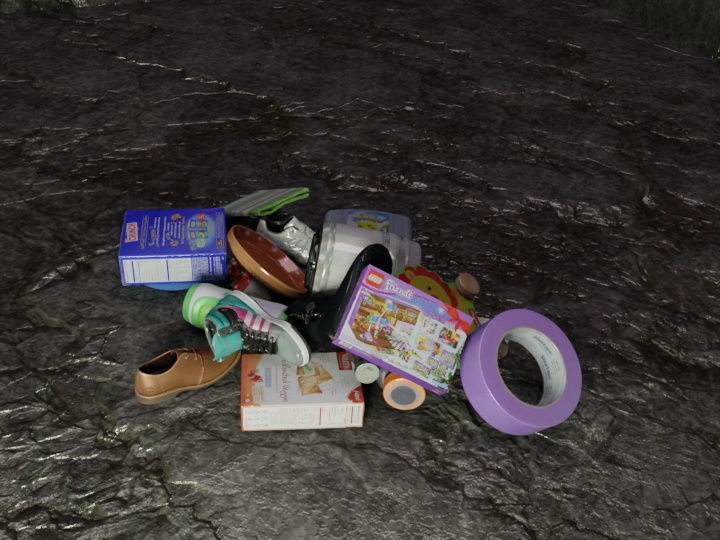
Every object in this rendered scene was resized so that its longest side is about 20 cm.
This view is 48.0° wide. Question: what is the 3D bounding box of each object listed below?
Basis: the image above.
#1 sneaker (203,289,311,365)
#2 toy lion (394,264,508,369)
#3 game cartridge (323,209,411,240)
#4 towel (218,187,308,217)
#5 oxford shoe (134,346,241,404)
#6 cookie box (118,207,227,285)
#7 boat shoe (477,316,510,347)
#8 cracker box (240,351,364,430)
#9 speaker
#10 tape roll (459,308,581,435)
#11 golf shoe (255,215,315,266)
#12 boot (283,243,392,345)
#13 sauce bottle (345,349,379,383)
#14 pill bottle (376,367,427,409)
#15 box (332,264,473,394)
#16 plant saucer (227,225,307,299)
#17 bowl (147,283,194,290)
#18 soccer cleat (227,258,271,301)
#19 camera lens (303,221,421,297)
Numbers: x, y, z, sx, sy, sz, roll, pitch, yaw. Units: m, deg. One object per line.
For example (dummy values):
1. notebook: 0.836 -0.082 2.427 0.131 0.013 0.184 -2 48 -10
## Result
1. sneaker: -0.188 0.116 1.346 0.200 0.084 0.121 31 46 27
2. toy lion: 0.141 0.080 1.401 0.191 0.069 0.200 0 57 -40
3. game cartridge: 0.015 -0.088 1.798 0.199 0.041 0.133 5 31 0
4. towel: -0.223 -0.143 1.786 0.149 0.031 0.200 -31 21 -35
5. oxford shoe: -0.289 0.159 1.381 0.200 0.071 0.071 -23 41 -35
6. cookie box: -0.365 -0.050 1.595 0.199 0.075 0.171 -2 36 -9
7. boat shoe: 0.185 0.107 1.516 0.201 0.060 0.072 19 75 23
8. cracker box: -0.099 0.199 1.352 0.199 0.058 0.134 0 32 -8
9. speaker: -0.220 0.084 1.480 0.199 0.089 0.088 15 36 14
10. tape roll: 0.267 0.168 1.344 0.200 0.066 0.201 11 63 -22
11. golf shoe: -0.124 -0.065 1.695 0.199 0.097 0.078 5 34 -2
12. boot: -0.047 0.045 1.401 0.168 0.076 0.200 -9 47 44
13. sauce bottle: 0.003 0.117 1.382 0.066 0.066 0.200 -1 27 -7
14. pill bottle: 0.080 0.148 1.405 0.106 0.106 0.200 5 36 1
15. box: 0.071 0.096 1.303 0.200 0.039 0.137 27 68 -10
16. plant saucer: -0.180 -0.012 1.580 0.200 0.032 0.200 40 10 -9
17. bowl: -0.379 -0.027 1.662 0.200 0.039 0.201 3 35 -2
18. soccer cleat: -0.218 0.013 1.608 0.085 0.069 0.200 39 7 -20
19. camera lens: 0.000 0.000 1.523 0.199 0.160 0.160 11 34 -6
